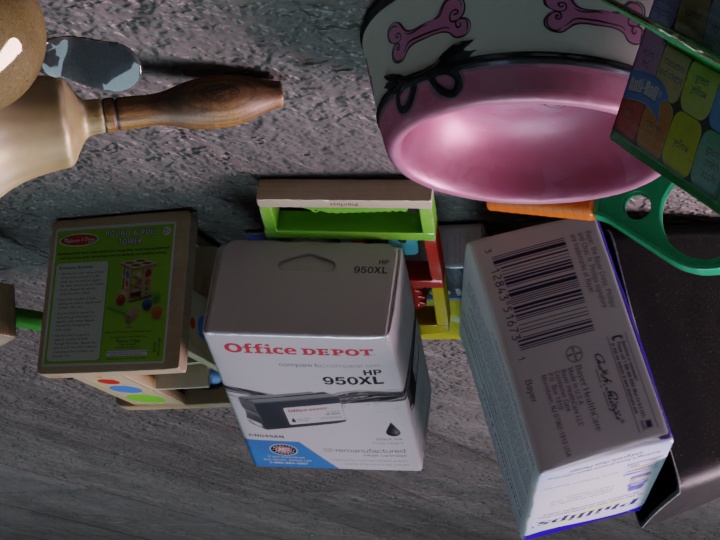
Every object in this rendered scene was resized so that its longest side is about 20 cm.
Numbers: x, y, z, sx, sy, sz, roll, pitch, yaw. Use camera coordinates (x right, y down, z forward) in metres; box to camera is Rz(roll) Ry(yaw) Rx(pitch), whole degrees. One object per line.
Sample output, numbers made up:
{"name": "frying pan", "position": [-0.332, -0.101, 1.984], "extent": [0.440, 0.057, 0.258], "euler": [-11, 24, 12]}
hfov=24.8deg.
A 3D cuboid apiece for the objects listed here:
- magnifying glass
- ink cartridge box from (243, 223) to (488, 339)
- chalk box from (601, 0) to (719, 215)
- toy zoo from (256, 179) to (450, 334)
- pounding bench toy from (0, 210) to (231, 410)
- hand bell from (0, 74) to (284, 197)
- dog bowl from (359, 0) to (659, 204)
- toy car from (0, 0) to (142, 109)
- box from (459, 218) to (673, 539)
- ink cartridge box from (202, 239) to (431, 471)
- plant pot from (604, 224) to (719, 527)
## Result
{"name": "magnifying glass", "position": [0.182, -0.043, 1.119], "extent": [0.198, 0.081, 0.022], "euler": [7, 170, 21]}
{"name": "ink cartridge box", "position": [0.024, 0.014, 1.365], "extent": [0.197, 0.048, 0.198], "euler": [-4, 162, 14]}
{"name": "chalk box", "position": [0.206, -0.091, 0.774], "extent": [0.198, 0.125, 0.125], "euler": [8, -160, -21]}
{"name": "toy zoo", "position": [0.000, 0.000, 1.251], "extent": [0.129, 0.021, 0.201], "euler": [1, 145, 10]}
{"name": "pounding bench toy", "position": [-0.197, 0.041, 1.343], "extent": [0.198, 0.126, 0.156], "euler": [-4, 163, 20]}
{"name": "hand bell", "position": [-0.145, -0.095, 0.995], "extent": [0.197, 0.105, 0.104], "euler": [-8, 164, -6]}
{"name": "dog bowl", "position": [0.097, -0.098, 0.929], "extent": [0.197, 0.075, 0.200], "euler": [3, 164, 1]}
{"name": "toy car", "position": [-0.217, -0.106, 0.851], "extent": [0.198, 0.159, 0.165], "euler": [-14, 145, -4]}
{"name": "box", "position": [0.150, 0.086, 1.248], "extent": [0.104, 0.186, 0.200], "euler": [-14, 158, -4]}
{"name": "ink cartridge box", "position": [-0.029, 0.070, 1.263], "extent": [0.143, 0.085, 0.201], "euler": [0, 144, 11]}
{"name": "plant pot", "position": [0.289, 0.072, 1.281], "extent": [0.175, 0.202, 0.200], "euler": [-12, 164, -4]}
